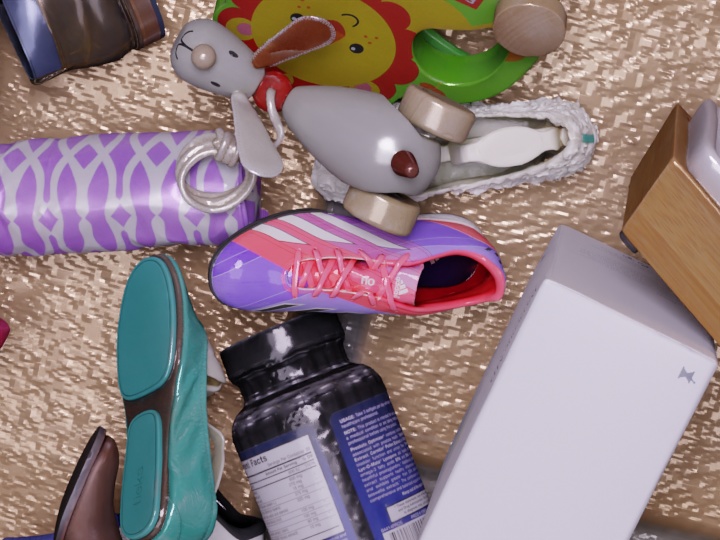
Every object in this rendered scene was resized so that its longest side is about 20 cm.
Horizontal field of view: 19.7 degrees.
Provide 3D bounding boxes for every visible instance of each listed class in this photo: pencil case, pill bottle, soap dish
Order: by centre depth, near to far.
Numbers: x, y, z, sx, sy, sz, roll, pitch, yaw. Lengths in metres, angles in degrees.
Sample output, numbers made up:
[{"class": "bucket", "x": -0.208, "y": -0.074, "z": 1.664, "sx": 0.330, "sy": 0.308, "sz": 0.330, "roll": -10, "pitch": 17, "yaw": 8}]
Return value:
[{"class": "soap dish", "x": 0.234, "y": -0.018, "z": 1.300, "sx": 0.081, "sy": 0.200, "sz": 0.158, "roll": -40, "pitch": 94, "yaw": 16}, {"class": "pill bottle", "x": -0.021, "y": 0.133, "z": 1.399, "sx": 0.111, "sy": 0.112, "sz": 0.202, "roll": -22, "pitch": 86, "yaw": 11}, {"class": "pencil case", "x": -0.159, "y": -0.050, "z": 1.407, "sx": 0.198, "sy": 0.086, "sz": 0.085, "roll": 0, "pitch": 63, "yaw": 7}]

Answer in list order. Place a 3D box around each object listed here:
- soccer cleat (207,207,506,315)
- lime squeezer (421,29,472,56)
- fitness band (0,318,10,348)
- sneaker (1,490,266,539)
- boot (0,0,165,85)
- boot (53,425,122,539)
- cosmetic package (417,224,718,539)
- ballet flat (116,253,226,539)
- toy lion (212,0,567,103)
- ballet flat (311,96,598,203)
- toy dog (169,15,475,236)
[{"class": "soccer cleat", "x": 0.000, "y": 0.000, "z": 1.359, "sx": 0.198, "sy": 0.073, "sz": 0.069, "roll": -3, "pitch": 112, "yaw": -20}, {"class": "lime squeezer", "x": -0.018, "y": -0.174, "z": 1.391, "sx": 0.198, "sy": 0.038, "sz": 0.071, "roll": 4, "pitch": 134, "yaw": 6}, {"class": "fitness band", "x": -0.326, "y": -0.004, "z": 1.403, "sx": 0.199, "sy": 0.144, "sz": 0.038, "roll": 32, "pitch": 83, "yaw": 0}, {"class": "sneaker", "x": -0.152, "y": 0.185, "z": 1.457, "sx": 0.197, "sy": 0.081, "sz": 0.116, "roll": 7, "pitch": 98, "yaw": -1}, {"class": "boot", "x": -0.215, "y": -0.222, "z": 1.365, "sx": 0.096, "sy": 0.075, "sz": 0.201, "roll": -31, "pitch": 98, "yaw": -14}, {"class": "boot", "x": -0.114, "y": 0.214, "z": 1.395, "sx": 0.198, "sy": 0.064, "sz": 0.188, "roll": 15, "pitch": 100, "yaw": -7}, {"class": "cosmetic package", "x": 0.133, "y": 0.098, "z": 1.335, "sx": 0.122, "sy": 0.200, "sz": 0.201, "roll": 25, "pitch": 103, "yaw": 1}, {"class": "ballet flat", "x": -0.122, "y": 0.091, "z": 1.367, "sx": 0.067, "sy": 0.070, "sz": 0.202, "roll": -21, "pitch": 61, "yaw": 38}, {"class": "toy lion", "x": 0.012, "y": -0.162, "z": 1.332, "sx": 0.198, "sy": 0.069, "sz": 0.192, "roll": 21, "pitch": 142, "yaw": -15}, {"class": "ballet flat", "x": 0.059, "y": -0.082, "z": 1.378, "sx": 0.198, "sy": 0.072, "sz": 0.072, "roll": -9, "pitch": 100, "yaw": 10}, {"class": "toy dog", "x": -0.026, "y": -0.092, "z": 1.300, "sx": 0.198, "sy": 0.096, "sz": 0.133, "roll": 6, "pitch": 96, "yaw": -1}]
